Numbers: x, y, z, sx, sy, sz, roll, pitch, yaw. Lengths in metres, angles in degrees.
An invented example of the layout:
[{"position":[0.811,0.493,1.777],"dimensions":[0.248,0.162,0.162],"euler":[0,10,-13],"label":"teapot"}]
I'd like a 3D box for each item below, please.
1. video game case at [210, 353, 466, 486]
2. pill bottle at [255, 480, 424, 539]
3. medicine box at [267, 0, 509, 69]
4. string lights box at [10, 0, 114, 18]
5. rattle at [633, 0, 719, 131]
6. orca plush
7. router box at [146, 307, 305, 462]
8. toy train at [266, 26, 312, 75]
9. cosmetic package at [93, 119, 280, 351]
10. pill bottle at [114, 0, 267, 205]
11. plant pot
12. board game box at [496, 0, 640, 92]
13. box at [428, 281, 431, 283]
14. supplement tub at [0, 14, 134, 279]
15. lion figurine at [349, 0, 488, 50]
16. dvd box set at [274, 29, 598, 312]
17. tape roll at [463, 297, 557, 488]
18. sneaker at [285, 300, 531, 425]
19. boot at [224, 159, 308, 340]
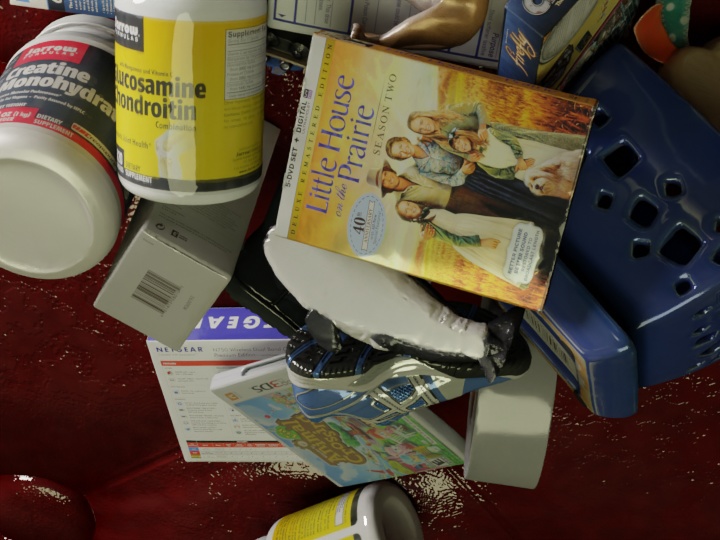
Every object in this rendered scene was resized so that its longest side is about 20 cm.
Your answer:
[{"position":[-0.019,0.143,1.199],"dimensions":[0.181,0.022,0.200],"euler":[-18,132,40],"label":"video game case"},{"position":[-0.035,0.318,1.393],"dimensions":[0.198,0.113,0.113],"euler":[-25,122,28],"label":"pill bottle"},{"position":[0.040,-0.262,0.894],"dimensions":[0.197,0.104,0.184],"euler":[10,131,0],"label":"medicine box"},{"position":[-0.175,-0.253,0.967],"dimensions":[0.197,0.059,0.104],"euler":[9,131,2],"label":"string lights box"},{"position":[0.253,-0.136,0.983],"dimensions":[0.198,0.143,0.132],"euler":[26,85,-22],"label":"rattle"},{"position":[0.027,0.011,0.923],"dimensions":[0.197,0.071,0.107],"euler":[11,102,15],"label":"orca plush"},{"position":[-0.102,0.121,1.278],"dimensions":[0.197,0.049,0.181],"euler":[-1,130,10],"label":"router box"},{"position":[-0.007,-0.164,1.033],"dimensions":[0.198,0.034,0.046],"euler":[20,143,-9],"label":"toy train"},{"position":[-0.143,-0.049,1.041],"dimensions":[0.084,0.201,0.108],"euler":[29,132,-14],"label":"cosmetic package"},{"position":[-0.124,-0.158,0.908],"dimensions":[0.110,0.112,0.203],"euler":[5,111,5],"label":"pill bottle"},{"position":[0.198,-0.012,0.943],"dimensions":[0.179,0.200,0.200],"euler":[-38,155,-4],"label":"plant pot"},{"position":[0.151,-0.175,0.875],"dimensions":[0.035,0.136,0.200],"euler":[40,170,13],"label":"board game box"},{"position":[0.012,-0.030,1.096],"dimensions":[0.111,0.102,0.201],"euler":[22,130,-9],"label":"box"},{"position":[-0.242,-0.105,1.009],"dimensions":[0.138,0.201,0.142],"euler":[4,131,5],"label":"supplement tub"},{"position":[0.069,-0.209,0.832],"dimensions":[0.121,0.073,0.201],"euler":[12,145,-11],"label":"lion figurine"},{"position":[0.048,-0.069,0.845],"dimensions":[0.197,0.029,0.148],"euler":[17,107,10],"label":"dvd box set"},{"position":[0.136,0.091,1.113],"dimensions":[0.065,0.202,0.202],"euler":[7,131,3],"label":"tape roll"},{"position":[0.038,0.077,0.989],"dimensions":[0.197,0.076,0.078],"euler":[-2,132,-6],"label":"sneaker"},{"position":[0.000,0.000,1.004],"dimensions":[0.199,0.077,0.168],"euler":[33,132,-8],"label":"boot"}]
